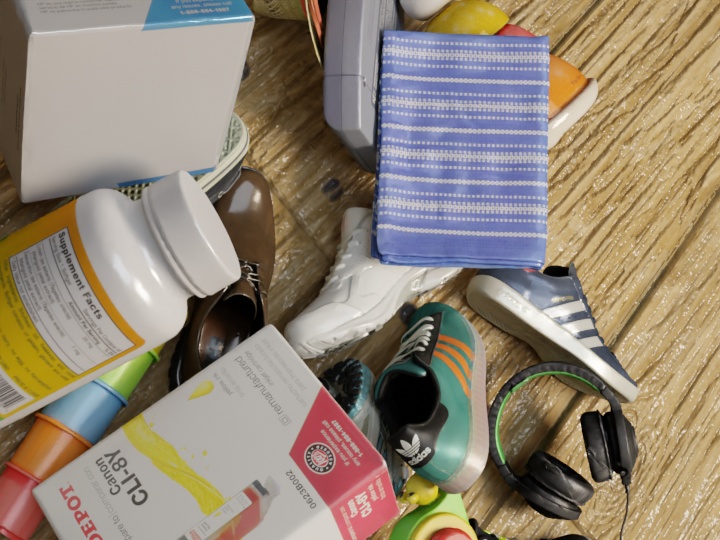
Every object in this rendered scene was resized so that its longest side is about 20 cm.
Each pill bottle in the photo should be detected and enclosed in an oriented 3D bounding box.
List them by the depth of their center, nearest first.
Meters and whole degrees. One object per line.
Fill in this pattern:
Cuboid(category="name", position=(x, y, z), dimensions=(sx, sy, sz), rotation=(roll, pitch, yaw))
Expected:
Cuboid(category="pill bottle", position=(-0.186, 0.015, 0.673), dimensions=(0.199, 0.111, 0.112), rotation=(-27, 94, 4))

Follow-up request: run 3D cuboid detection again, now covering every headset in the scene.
Cuboid(category="headset", position=(0.195, 0.174, 0.884), dimensions=(0.123, 0.094, 0.200), rotation=(-39, 83, 7))

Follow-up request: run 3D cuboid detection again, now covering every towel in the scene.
Cuboid(category="towel", position=(0.083, -0.100, 0.828), dimensions=(0.144, 0.024, 0.202), rotation=(2, 81, 1))

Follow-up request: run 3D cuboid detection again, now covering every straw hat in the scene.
Cuboid(category="straw hat", position=(-0.056, -0.257, 0.857), dimensions=(0.084, 0.201, 0.203), rotation=(1, 76, 16))

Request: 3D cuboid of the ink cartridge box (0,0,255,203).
Cuboid(category="ink cartridge box", position=(-0.189, -0.177, 0.696), dimensions=(0.146, 0.146, 0.201), rotation=(-13, 57, -29))

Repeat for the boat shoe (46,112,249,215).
Cuboid(category="boat shoe", position=(-0.166, -0.047, 0.771), dimensions=(0.200, 0.062, 0.075), rotation=(-41, 76, -13))

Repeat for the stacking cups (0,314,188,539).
Cuboid(category="stacking cups", position=(-0.199, 0.099, 0.726), dimensions=(0.060, 0.060, 0.201), rotation=(37, 65, -17))

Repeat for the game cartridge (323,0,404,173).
Cuboid(category="game cartridge", position=(0.005, -0.198, 0.863), dimensions=(0.040, 0.133, 0.202), rotation=(2, 77, 12))

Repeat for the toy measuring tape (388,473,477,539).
Cuboid(category="toy measuring tape", position=(0.067, 0.257, 0.785), dimensions=(0.073, 0.073, 0.201), rotation=(-18, 91, -30))

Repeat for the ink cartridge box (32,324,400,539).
Cuboid(category="ink cartridge box", position=(-0.096, 0.157, 0.685), dimensions=(0.199, 0.084, 0.145), rotation=(-35, 58, -14))

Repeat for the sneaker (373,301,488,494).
Cuboid(category="sneaker", position=(0.053, 0.083, 0.815), dimensions=(0.080, 0.071, 0.201), rotation=(36, 26, -24))

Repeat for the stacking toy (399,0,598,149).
Cuboid(category="stacking toy", position=(0.104, -0.192, 0.904), dimensions=(0.146, 0.146, 0.200), rotation=(-41, 98, -28))

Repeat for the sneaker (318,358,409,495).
Cuboid(category="sneaker", position=(0.003, 0.165, 0.788), dimensions=(0.086, 0.077, 0.201), rotation=(41, 38, -29))

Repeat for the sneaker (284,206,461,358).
Cuboid(category="sneaker", position=(0.000, 0.000, 0.857), dimensions=(0.200, 0.078, 0.100), rotation=(-33, 89, -37))

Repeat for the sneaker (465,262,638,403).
Cuboid(category="sneaker", position=(0.195, 0.044, 0.944), dimensions=(0.200, 0.075, 0.085), rotation=(39, 69, -16))

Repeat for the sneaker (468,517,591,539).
Cuboid(category="sneaker", position=(0.121, 0.250, 0.866), dimensions=(0.199, 0.072, 0.083), rotation=(-14, 86, -30))

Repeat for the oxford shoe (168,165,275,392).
Cuboid(category="oxford shoe", position=(-0.094, 0.009, 0.790), dimensions=(0.072, 0.084, 0.202), rotation=(13, 73, -24))
